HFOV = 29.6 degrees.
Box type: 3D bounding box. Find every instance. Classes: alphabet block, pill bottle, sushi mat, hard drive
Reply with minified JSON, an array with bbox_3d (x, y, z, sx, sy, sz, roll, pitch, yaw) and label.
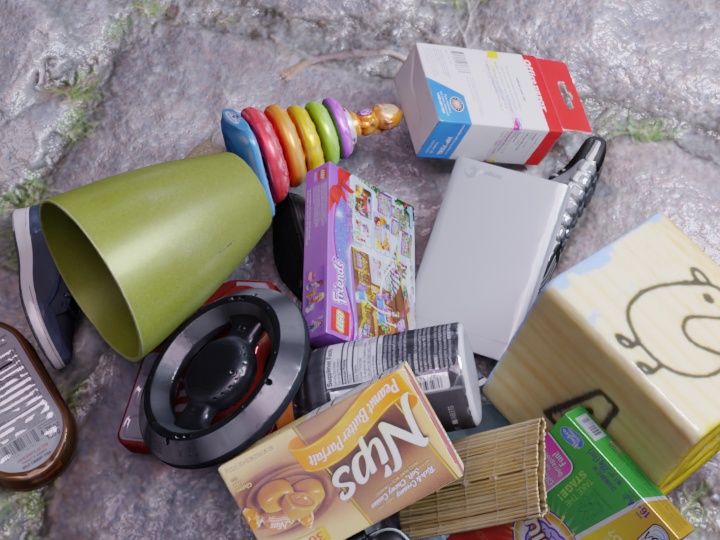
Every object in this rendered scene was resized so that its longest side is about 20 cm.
[{"bbox_3d":[0.273,0.100,1.337,0.195,0.197,0.200,-30,66,-34],"label":"alphabet block"},{"bbox_3d":[0.014,0.119,1.348,0.199,0.106,0.106,-11,65,10],"label":"pill bottle"},{"bbox_3d":[0.105,0.204,1.308,0.012,0.200,0.096,19,63,-34],"label":"sushi mat"},{"bbox_3d":[0.135,-0.012,1.470,0.132,0.026,0.200,17,86,23],"label":"hard drive"}]

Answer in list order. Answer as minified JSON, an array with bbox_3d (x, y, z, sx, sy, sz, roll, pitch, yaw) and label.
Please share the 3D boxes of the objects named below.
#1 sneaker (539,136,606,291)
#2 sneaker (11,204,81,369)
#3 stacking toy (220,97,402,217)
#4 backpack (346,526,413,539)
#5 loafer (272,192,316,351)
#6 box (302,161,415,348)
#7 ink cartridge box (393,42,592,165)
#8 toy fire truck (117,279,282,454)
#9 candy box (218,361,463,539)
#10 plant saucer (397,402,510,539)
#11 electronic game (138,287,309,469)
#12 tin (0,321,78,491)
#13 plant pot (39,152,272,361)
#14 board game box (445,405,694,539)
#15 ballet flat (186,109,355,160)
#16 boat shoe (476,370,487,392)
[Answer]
[{"bbox_3d":[0.190,-0.083,1.518,0.115,0.075,0.200,24,70,16],"label":"sneaker"},{"bbox_3d":[-0.300,0.001,1.503,0.146,0.077,0.203,-15,65,-1],"label":"sneaker"},{"bbox_3d":[-0.046,-0.147,1.498,0.200,0.110,0.116,-19,28,-12],"label":"stacking toy"},{"bbox_3d":[0.015,0.369,1.281,0.177,0.151,0.200,-27,60,-4],"label":"backpack"},{"bbox_3d":[-0.041,0.002,1.502,0.072,0.073,0.200,-6,66,-32],"label":"loafer"},{"bbox_3d":[0.000,0.000,1.447,0.039,0.137,0.200,-22,55,38],"label":"box"},{"bbox_3d":[0.150,-0.185,1.537,0.200,0.067,0.116,3,55,-25],"label":"ink cartridge box"},{"bbox_3d":[-0.163,0.101,1.444,0.168,0.112,0.200,2,64,24],"label":"toy fire truck"},{"bbox_3d":[-0.017,0.183,1.270,0.200,0.055,0.116,-29,91,4],"label":"candy box"},{"bbox_3d":[0.137,0.237,1.395,0.200,0.039,0.201,-1,65,3],"label":"plant saucer"},{"bbox_3d":[-0.134,0.102,1.323,0.200,0.042,0.200,-22,44,23],"label":"electronic game"},{"bbox_3d":[-0.383,0.142,1.468,0.112,0.042,0.200,-30,68,-15],"label":"tin"},{"bbox_3d":[-0.197,-0.036,1.415,0.200,0.187,0.187,-32,67,-24],"label":"plant pot"},{"bbox_3d":[0.189,0.250,1.277,0.153,0.040,0.200,48,118,19],"label":"board game box"},{"bbox_3d":[-0.106,-0.155,1.566,0.199,0.062,0.067,-7,31,-4],"label":"ballet flat"},{"bbox_3d":[0.036,0.141,1.426,0.200,0.073,0.062,-24,71,-2],"label":"boat shoe"}]
